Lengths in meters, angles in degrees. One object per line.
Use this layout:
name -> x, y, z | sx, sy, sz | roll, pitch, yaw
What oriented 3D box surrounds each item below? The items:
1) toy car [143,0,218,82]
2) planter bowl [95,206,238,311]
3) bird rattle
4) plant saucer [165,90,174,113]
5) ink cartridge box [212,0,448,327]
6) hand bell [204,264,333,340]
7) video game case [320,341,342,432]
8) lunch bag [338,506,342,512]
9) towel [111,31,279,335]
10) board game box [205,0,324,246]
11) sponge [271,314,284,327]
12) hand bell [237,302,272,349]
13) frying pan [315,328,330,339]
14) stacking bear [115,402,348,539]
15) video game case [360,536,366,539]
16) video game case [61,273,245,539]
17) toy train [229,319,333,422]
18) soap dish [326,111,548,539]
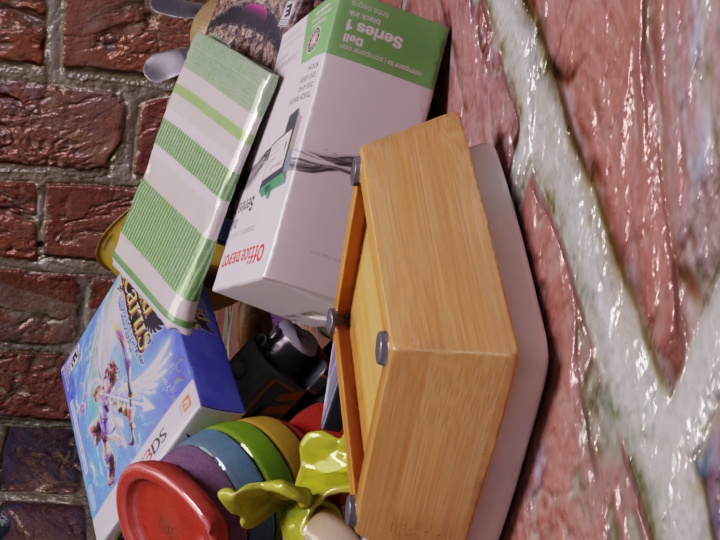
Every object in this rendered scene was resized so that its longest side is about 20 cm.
toy car -> -0.119, -0.223, 1.542 | 0.158, 0.199, 0.165 | 108, 164, -57
planter bowl -> -0.139, -0.016, 1.415 | 0.084, 0.200, 0.201 | 63, 161, 17
bird rattle -> -0.022, 0.207, 0.996 | 0.163, 0.112, 0.201 | 48, 147, 40
plant saucer -> -0.111, -0.128, 1.572 | 0.031, 0.199, 0.201 | -42, 35, 32
ink cartridge box -> -0.023, -0.070, 1.030 | 0.146, 0.084, 0.201 | 165, 121, -70
hand bell -> -0.107, 0.007, 1.328 | 0.104, 0.199, 0.105 | -174, 90, -86
video game case -> 0.000, 0.000, 1.120 | 0.143, 0.019, 0.201 | 107, 171, -59
lunch bag -> -0.068, 0.266, 1.246 | 0.164, 0.117, 0.201 | -97, 9, -51
towel -> -0.123, -0.068, 1.121 | 0.153, 0.023, 0.201 | 39, 111, 57
board game box -> -0.073, -0.114, 1.194 | 0.159, 0.097, 0.201 | 20, 88, 60
sponge -> -0.055, -0.052, 1.454 | 0.112, 0.030, 0.201 | 121, 162, -72
hand bell -> -0.094, 0.113, 1.407 | 0.104, 0.104, 0.201 | -123, 28, -76
frying pan -> -0.028, -0.026, 1.443 | 0.115, 0.031, 0.191 | -140, 51, -78
stacking bear -> -0.072, 0.161, 1.138 | 0.114, 0.199, 0.122 | 43, 135, 30
video game case -> 0.024, 0.072, 1.054 | 0.200, 0.023, 0.183 | 106, 166, -53
video game case -> -0.179, 0.098, 1.253 | 0.181, 0.045, 0.200 | -53, 41, 30
toy train -> -0.094, 0.128, 1.297 | 0.200, 0.114, 0.085 | -46, 44, 11
soap dish -> 0.034, 0.035, 0.798 | 0.200, 0.081, 0.158 | -98, 15, -50
